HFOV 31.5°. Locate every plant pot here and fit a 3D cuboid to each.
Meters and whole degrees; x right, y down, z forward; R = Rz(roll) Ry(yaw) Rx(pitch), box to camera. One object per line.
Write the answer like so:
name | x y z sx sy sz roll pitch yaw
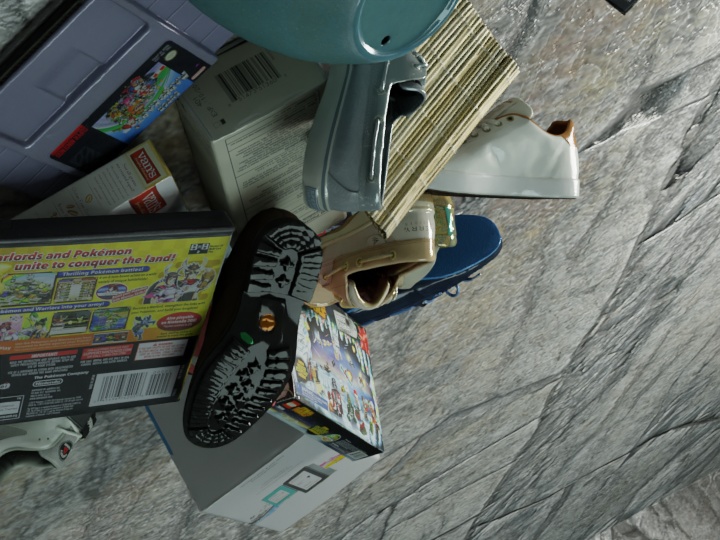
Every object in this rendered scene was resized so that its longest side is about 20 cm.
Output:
plant pot | -0.009 -0.207 0.792 0.199 0.135 0.201 -31 151 -20

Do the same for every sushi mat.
sushi mat | 0.048 -0.129 1.003 0.200 0.096 0.012 -52 -160 -23

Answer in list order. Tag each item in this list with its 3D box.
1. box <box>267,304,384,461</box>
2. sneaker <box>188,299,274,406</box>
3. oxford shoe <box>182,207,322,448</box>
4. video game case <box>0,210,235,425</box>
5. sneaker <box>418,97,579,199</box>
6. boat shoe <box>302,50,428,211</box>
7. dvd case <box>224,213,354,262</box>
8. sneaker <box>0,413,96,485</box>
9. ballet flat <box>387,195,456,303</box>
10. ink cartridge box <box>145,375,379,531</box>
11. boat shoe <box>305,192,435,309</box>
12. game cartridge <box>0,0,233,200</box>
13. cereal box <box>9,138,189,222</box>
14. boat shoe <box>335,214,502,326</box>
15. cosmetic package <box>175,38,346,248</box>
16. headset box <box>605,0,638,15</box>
box | -0.041 0.090 1.221 0.040 0.138 0.200 -19 152 18
sneaker | -0.117 0.058 1.126 0.073 0.200 0.088 16 91 -31
oxford shoe | -0.090 0.045 1.011 0.072 0.084 0.201 19 102 -27
video game case | -0.205 0.037 0.941 0.198 0.026 0.182 -4 133 -33
sneaker | 0.096 -0.103 1.072 0.198 0.086 0.073 -1 -176 -29
boat shoe | 0.014 -0.130 0.930 0.071 0.203 0.070 11 157 10
dvd case | -0.052 -0.031 1.207 0.199 0.022 0.147 -21 152 -27
sneaker | -0.270 0.132 1.161 0.199 0.089 0.074 -32 153 -6
ballet flat | 0.025 -0.006 1.185 0.070 0.071 0.200 -12 163 -37
ink cartridge box | -0.101 0.166 1.345 0.146 0.147 0.200 -37 155 7
boat shoe | 0.000 0.000 1.099 0.073 0.070 0.200 -1 159 -29
game cartridge | -0.183 -0.130 0.871 0.200 0.039 0.129 -41 149 14
cereal box | -0.226 -0.017 0.968 0.199 0.040 0.144 -31 171 -6
boat shoe | 0.053 0.000 1.334 0.198 0.085 0.069 -19 151 6
cosmetic package | -0.076 -0.093 1.012 0.105 0.071 0.201 -29 154 -13
headset box | 0.194 -0.305 0.936 0.174 0.093 0.199 -45 152 22
